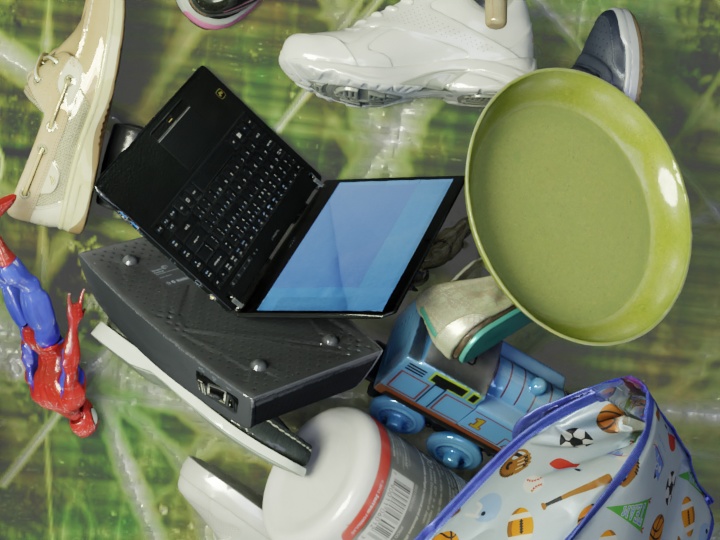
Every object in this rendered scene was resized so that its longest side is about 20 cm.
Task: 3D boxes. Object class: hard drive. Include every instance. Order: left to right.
[{"bbox_3d":[-0.095,0.035,0.996,0.134,0.199,0.043,-17,130,-41],"label":"hard drive"}]

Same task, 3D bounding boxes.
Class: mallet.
[{"bbox_3d":[-0.102,-0.047,1.071,0.199,0.041,0.066,22,91,-15],"label":"mallet"}]

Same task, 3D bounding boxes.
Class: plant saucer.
[{"bbox_3d":[0.150,-0.043,1.005,0.198,0.031,0.202,8,74,-29],"label":"plant saucer"}]

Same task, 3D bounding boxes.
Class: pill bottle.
[{"bbox_3d":[0.033,0.196,1.063,0.200,0.116,0.116,37,91,-31],"label":"pill bottle"}]

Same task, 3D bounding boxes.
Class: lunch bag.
[{"bbox_3d":[0.157,0.191,1.002,0.200,0.124,0.170,-45,130,-10],"label":"lunch bag"}]

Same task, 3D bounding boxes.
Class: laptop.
[{"bbox_3d":[-0.051,-0.061,0.991,0.200,0.178,0.103,43,129,-10],"label":"laptop"}]

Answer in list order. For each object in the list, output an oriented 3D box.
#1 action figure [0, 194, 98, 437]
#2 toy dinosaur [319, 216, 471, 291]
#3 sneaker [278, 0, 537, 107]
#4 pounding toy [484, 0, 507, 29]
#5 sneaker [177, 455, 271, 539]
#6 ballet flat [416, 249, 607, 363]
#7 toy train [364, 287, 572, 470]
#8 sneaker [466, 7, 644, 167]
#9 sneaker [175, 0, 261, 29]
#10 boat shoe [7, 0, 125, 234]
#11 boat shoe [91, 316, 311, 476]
[{"bbox_3d":[-0.236,0.038,1.044,0.052,0.065,0.202,-38,121,-42],"label":"action figure"},{"bbox_3d":[0.000,0.000,1.064,0.198,0.088,0.048,-12,90,-7],"label":"toy dinosaur"},{"bbox_3d":[0.037,-0.175,1.062,0.198,0.078,0.100,1,84,-11],"label":"sneaker"},{"bbox_3d":[0.080,-0.311,0.969,0.200,0.143,0.184,38,65,20],"label":"pounding toy"},{"bbox_3d":[-0.085,0.242,1.093,0.200,0.074,0.116,41,87,-13],"label":"sneaker"},{"bbox_3d":[0.121,0.007,1.034,0.199,0.068,0.062,-19,59,-40],"label":"ballet flat"},{"bbox_3d":[0.095,0.100,1.071,0.199,0.114,0.087,30,55,-11],"label":"toy train"},{"bbox_3d":[0.145,-0.107,1.081,0.107,0.070,0.202,9,99,-12],"label":"sneaker"},{"bbox_3d":[-0.052,-0.254,1.022,0.080,0.086,0.201,36,91,-13],"label":"sneaker"},{"bbox_3d":[-0.212,-0.129,1.025,0.064,0.072,0.202,12,101,-11],"label":"boat shoe"},{"bbox_3d":[-0.108,0.076,1.034,0.199,0.076,0.061,33,80,16],"label":"boat shoe"}]
